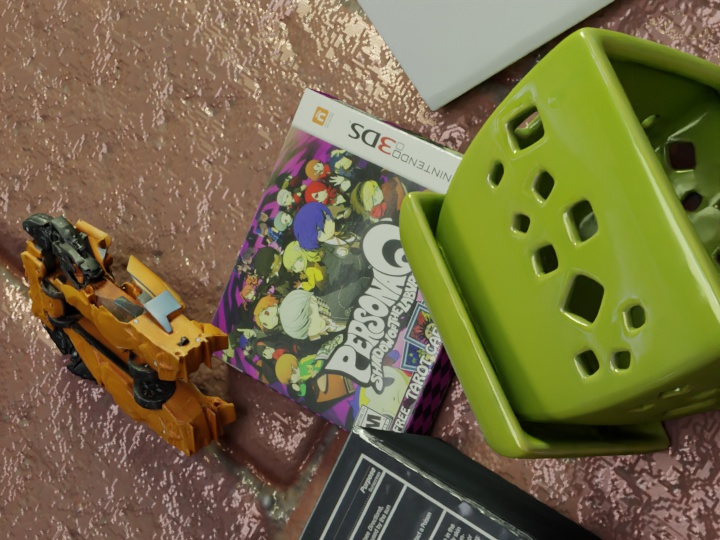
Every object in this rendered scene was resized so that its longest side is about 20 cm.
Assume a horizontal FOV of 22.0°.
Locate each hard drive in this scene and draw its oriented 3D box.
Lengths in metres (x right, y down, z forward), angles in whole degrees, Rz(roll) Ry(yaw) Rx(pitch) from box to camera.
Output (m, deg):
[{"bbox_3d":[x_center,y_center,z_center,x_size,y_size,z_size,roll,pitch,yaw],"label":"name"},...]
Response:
[{"bbox_3d":[0.092,-0.207,1.189,0.200,0.027,0.132,-30,102,24],"label":"hard drive"}]

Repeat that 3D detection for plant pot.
[{"bbox_3d":[0.148,0.001,1.068,0.181,0.200,0.200,-37,66,30],"label":"plant pot"}]

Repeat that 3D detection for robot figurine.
[{"bbox_3d":[-0.170,0.038,1.310,0.200,0.058,0.145,38,144,35],"label":"robot figurine"}]

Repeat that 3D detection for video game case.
[{"bbox_3d":[0.000,0.000,1.247,0.181,0.036,0.201,27,98,33],"label":"video game case"}]

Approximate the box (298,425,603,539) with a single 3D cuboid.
[{"bbox_3d":[0.054,0.229,1.130,0.198,0.123,0.201,30,97,30],"label":"box"}]
